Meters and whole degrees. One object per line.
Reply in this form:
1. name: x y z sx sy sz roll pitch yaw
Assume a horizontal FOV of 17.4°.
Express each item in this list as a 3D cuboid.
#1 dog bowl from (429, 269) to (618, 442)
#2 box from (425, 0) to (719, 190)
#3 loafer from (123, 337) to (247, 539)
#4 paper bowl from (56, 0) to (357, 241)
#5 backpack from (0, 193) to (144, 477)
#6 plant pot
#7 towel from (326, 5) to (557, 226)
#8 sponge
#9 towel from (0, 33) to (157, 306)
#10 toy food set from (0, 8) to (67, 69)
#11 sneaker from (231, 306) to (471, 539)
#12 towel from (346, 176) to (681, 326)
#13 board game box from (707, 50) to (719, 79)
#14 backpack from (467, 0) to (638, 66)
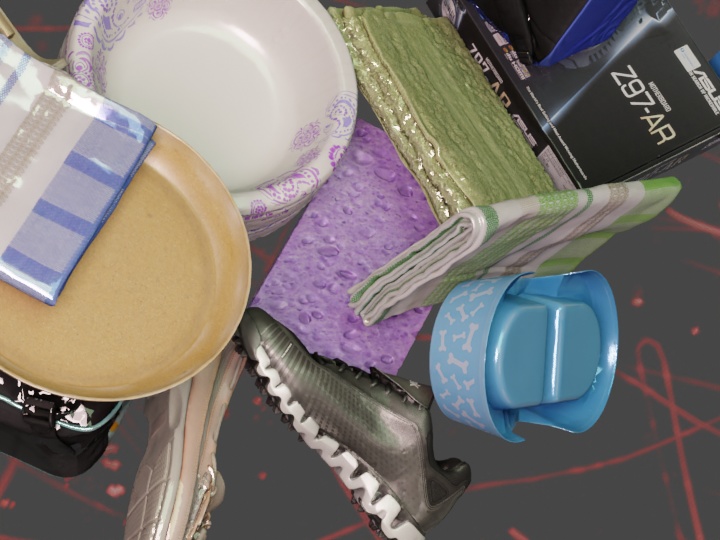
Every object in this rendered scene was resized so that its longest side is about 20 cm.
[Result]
1. dog bowl: 0.109 0.054 1.578 0.200 0.050 0.112 -2 96 -60
2. box: 0.167 -0.155 1.751 0.160 0.044 0.200 -25 78 -27
3. loafer: -0.107 0.124 1.516 0.063 0.072 0.200 17 60 -21
4. paper bowl: -0.110 -0.111 1.594 0.200 0.104 0.201 8 64 -17
5. backpack: -0.208 0.014 1.473 0.176 0.153 0.200 21 65 -4
6. plant pot: -0.164 -0.009 1.401 0.200 0.027 0.200 9 61 -17
7. towel: 0.059 -0.106 1.656 0.148 0.036 0.200 -9 62 -58
8. sponge: 0.000 0.000 1.629 0.111 0.030 0.200 32 61 -6
9. towel: -0.233 -0.083 1.385 0.200 0.024 0.147 31 57 -3
10. toy food set: -0.293 -0.172 1.449 0.143 0.060 0.200 -36 91 -30
11. sneaker: -0.001 0.090 1.543 0.090 0.066 0.200 -40 100 -4
12. towel: 0.106 -0.013 1.579 0.200 0.149 0.031 -9 73 -40
13. board game box: 0.382 -0.085 1.794 0.200 0.056 0.196 -6 70 -23
14. backpack: 0.129 -0.270 1.677 0.200 0.163 0.168 48 39 14
